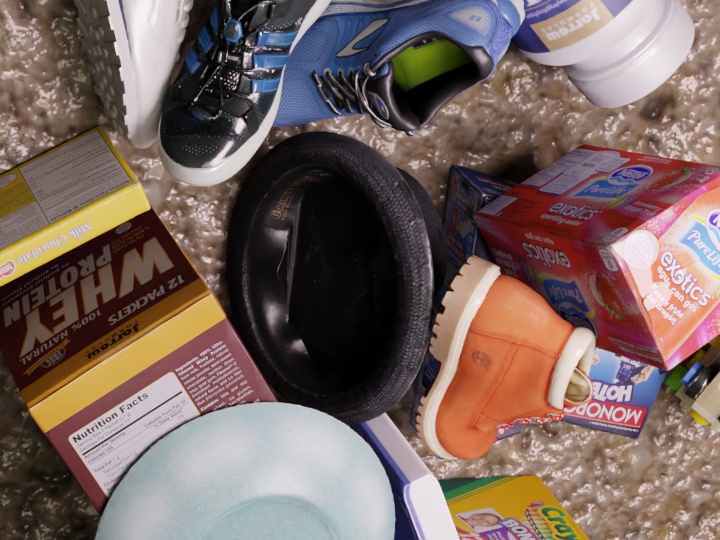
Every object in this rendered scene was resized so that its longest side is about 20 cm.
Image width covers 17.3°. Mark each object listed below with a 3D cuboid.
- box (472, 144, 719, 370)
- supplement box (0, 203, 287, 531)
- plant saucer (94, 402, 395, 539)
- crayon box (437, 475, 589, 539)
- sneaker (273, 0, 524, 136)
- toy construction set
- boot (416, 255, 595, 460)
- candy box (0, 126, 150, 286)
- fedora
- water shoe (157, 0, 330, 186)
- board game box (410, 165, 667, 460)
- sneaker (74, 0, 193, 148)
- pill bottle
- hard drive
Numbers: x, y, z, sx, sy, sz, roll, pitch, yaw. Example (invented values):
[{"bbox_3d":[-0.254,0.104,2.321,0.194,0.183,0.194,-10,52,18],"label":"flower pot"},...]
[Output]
[{"bbox_3d":[0.171,-0.013,1.546,0.100,0.200,0.096,-33,108,-16],"label":"box"},{"bbox_3d":[-0.134,0.084,1.546,0.133,0.197,0.200,-32,120,-5],"label":"supplement box"},{"bbox_3d":[-0.066,0.180,1.477,0.201,0.039,0.201,-9,115,-18],"label":"plant saucer"},{"bbox_3d":[0.107,0.219,1.692,0.119,0.200,0.058,-1,113,-20],"label":"crayon box"},{"bbox_3d":[0.008,-0.132,1.532,0.200,0.089,0.079,-18,126,33],"label":"sneaker"},{"bbox_3d":[0.286,0.043,1.703,0.131,0.092,0.200,-45,156,-41],"label":"toy construction set"},{"bbox_3d":[0.099,0.081,1.578,0.075,0.107,0.200,-58,167,-31],"label":"boot"},{"bbox_3d":[-0.239,-0.022,1.516,0.200,0.102,0.026,-27,124,-7],"label":"candy box"},{"bbox_3d":[0.000,0.000,1.603,0.092,0.200,0.201,-17,122,-47],"label":"fedora"},{"bbox_3d":[-0.079,-0.150,1.499,0.079,0.071,0.200,69,43,-61],"label":"water shoe"},{"bbox_3d":[0.125,0.047,1.704,0.200,0.062,0.200,15,107,-25],"label":"board game box"},{"bbox_3d":[-0.137,-0.174,1.509,0.080,0.076,0.200,-17,120,-25],"label":"sneaker"},{"bbox_3d":[0.132,-0.207,1.563,0.120,0.120,0.200,-43,119,1],"label":"pill bottle"},{"bbox_3d":[0.025,0.151,1.632,0.025,0.200,0.132,-25,119,-9],"label":"hard drive"}]
